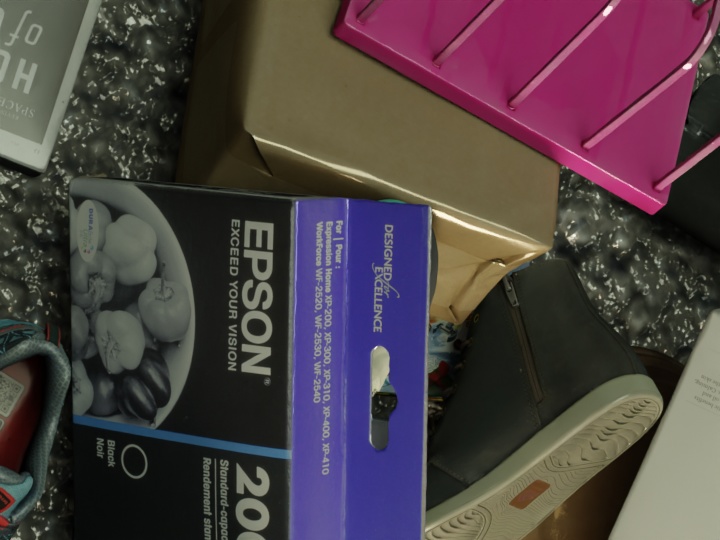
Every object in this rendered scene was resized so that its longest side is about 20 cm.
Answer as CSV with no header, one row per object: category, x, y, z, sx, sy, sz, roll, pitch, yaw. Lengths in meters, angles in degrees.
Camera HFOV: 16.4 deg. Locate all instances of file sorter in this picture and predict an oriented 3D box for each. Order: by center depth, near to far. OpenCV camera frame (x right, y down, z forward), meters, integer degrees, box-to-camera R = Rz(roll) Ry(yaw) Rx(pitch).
file sorter,0.115,-0.154,1.282,0.200,0.125,0.139,28,54,-16

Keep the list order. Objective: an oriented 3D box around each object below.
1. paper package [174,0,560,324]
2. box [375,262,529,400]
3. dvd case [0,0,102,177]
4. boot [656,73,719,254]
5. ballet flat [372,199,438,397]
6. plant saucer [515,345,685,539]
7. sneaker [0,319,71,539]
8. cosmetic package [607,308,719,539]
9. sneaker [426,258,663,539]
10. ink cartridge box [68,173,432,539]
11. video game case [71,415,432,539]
paper package,0.010,-0.100,1.336,0.190,0.103,0.200,19,57,-19
box,0.000,0.000,1.395,0.199,0.040,0.137,7,84,-25
dvd case,-0.206,-0.168,1.319,0.150,0.025,0.201,21,77,-22
boot,0.237,0.000,1.453,0.200,0.066,0.165,40,59,6
ballet flat,-0.014,0.054,1.284,0.073,0.200,0.073,19,38,-16
plant saucer,0.151,0.144,1.442,0.200,0.029,0.201,-3,96,-32
sneaker,-0.206,0.112,1.257,0.079,0.095,0.200,27,75,-21
cosmetic package,0.200,0.132,1.359,0.107,0.085,0.200,26,95,13
sneaker,0.064,0.087,1.372,0.200,0.106,0.075,-36,146,13
ink cartridge box,-0.058,0.057,1.242,0.043,0.200,0.199,-12,105,-56
video game case,-0.060,0.141,1.368,0.200,0.019,0.143,11,82,-25
